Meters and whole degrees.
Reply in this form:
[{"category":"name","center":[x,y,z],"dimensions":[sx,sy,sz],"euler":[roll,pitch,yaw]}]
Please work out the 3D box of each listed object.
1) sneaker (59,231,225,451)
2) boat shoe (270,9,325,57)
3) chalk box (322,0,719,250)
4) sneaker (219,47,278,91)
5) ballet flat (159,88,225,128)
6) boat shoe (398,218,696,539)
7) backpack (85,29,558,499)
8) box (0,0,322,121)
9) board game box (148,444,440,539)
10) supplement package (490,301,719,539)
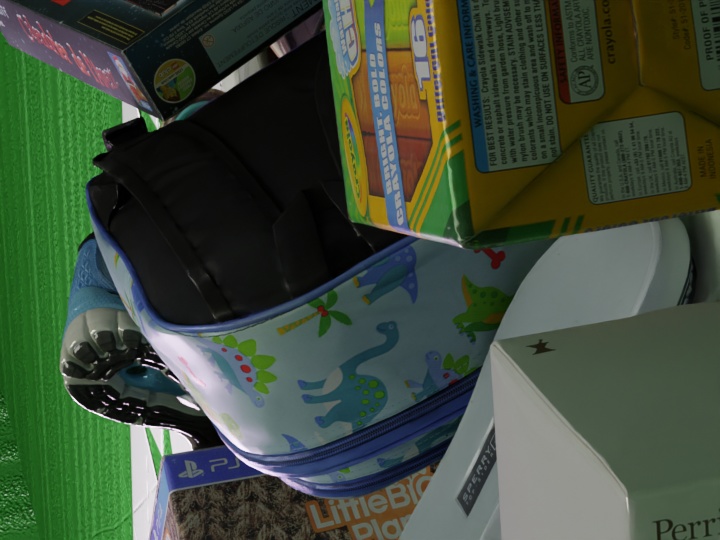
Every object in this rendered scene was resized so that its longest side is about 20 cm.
[{"category":"sneaker","center":[-0.063,0.037,1.264],"dimensions":[0.200,0.078,0.090],"euler":[37,-145,-48]},{"category":"boat shoe","center":[-0.005,-0.111,1.277],"dimensions":[0.065,0.072,0.201],"euler":[123,134,-61]},{"category":"chalk box","center":[0.057,-0.081,0.900],"dimensions":[0.200,0.123,0.125],"euler":[-169,70,-76]},{"category":"sneaker","center":[-0.030,-0.060,1.409],"dimensions":[0.079,0.074,0.201],"euler":[130,130,-67]},{"category":"ballet flat","center":[-0.028,-0.007,1.309],"dimensions":[0.200,0.071,0.071],"euler":[50,173,-13]},{"category":"boat shoe","center":[0.089,0.065,1.007],"dimensions":[0.201,0.091,0.071],"euler":[-61,31,25]},{"category":"backpack","center":[0.000,0.000,1.097],"dimensions":[0.147,0.182,0.200],"euler":[62,178,-26]},{"category":"box","center":[-0.080,-0.137,1.209],"dimensions":[0.038,0.136,0.200],"euler":[59,166,-26]},{"category":"board game box","center":[0.002,0.180,1.238],"dimensions":[0.097,0.159,0.201],"euler":[105,152,-59]},{"category":"supplement package","center":[0.115,0.122,0.797],"dimensions":[0.120,0.121,0.201],"euler":[-129,31,-66]}]
